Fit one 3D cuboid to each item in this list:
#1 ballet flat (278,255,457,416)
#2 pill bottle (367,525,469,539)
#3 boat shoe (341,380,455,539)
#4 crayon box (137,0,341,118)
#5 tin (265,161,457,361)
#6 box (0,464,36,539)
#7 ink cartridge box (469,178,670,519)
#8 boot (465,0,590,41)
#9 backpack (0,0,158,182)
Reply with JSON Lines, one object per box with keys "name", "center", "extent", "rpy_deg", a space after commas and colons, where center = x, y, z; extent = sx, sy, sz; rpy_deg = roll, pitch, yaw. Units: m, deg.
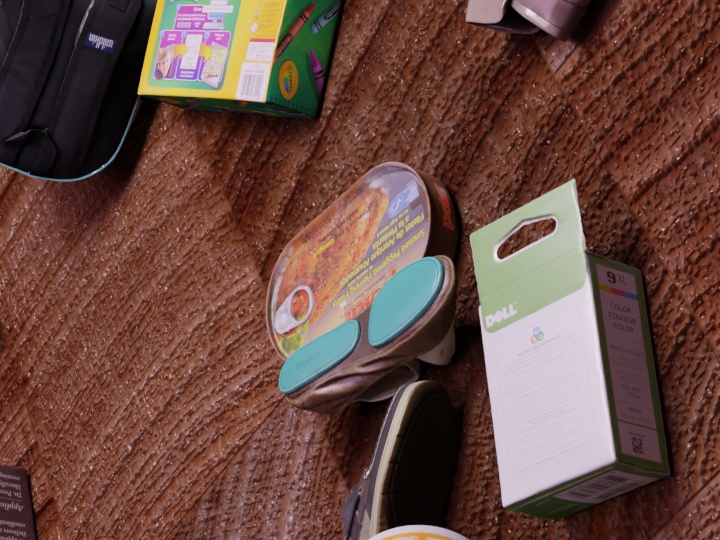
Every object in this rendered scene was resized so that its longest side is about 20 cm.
{"name": "ballet flat", "center": [0.023, 0.055, 1.506], "extent": [0.200, 0.072, 0.068], "rpy_deg": [-38, 34, 37]}
{"name": "pill bottle", "center": [0.037, 0.269, 1.335], "extent": [0.112, 0.112, 0.201], "rpy_deg": [-52, 17, 27]}
{"name": "boat shoe", "center": [0.017, 0.176, 1.478], "extent": [0.066, 0.071, 0.203], "rpy_deg": [9, 90, 46]}
{"name": "crayon box", "center": [-0.104, -0.197, 1.747], "extent": [0.199, 0.058, 0.120], "rpy_deg": [10, 86, 51]}
{"name": "tin", "center": [0.000, 0.000, 1.579], "extent": [0.200, 0.042, 0.113], "rpy_deg": [-39, 47, 37]}
{"name": "box", "center": [-0.402, 0.291, 1.872], "extent": [0.164, 0.165, 0.201], "rpy_deg": [-37, 52, 37]}
{"name": "ink cartridge box", "center": [0.139, 0.054, 1.377], "extent": [0.104, 0.059, 0.202], "rpy_deg": [-29, 58, 42]}
{"name": "boot", "center": [0.107, -0.250, 1.501], "extent": [0.199, 0.070, 0.147], "rpy_deg": [25, 101, 51]}
{"name": "backpack", "center": [-0.280, -0.187, 1.869], "extent": [0.153, 0.175, 0.202], "rpy_deg": [27, 99, 67]}
